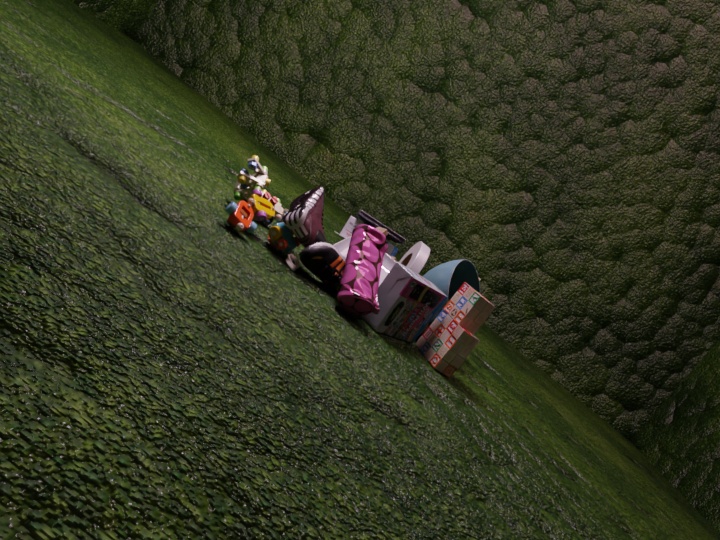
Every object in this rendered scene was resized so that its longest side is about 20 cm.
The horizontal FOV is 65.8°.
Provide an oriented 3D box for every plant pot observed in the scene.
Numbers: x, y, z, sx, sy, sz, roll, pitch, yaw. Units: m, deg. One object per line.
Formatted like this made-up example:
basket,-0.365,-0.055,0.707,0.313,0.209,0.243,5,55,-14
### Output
plant pot,0.225,0.070,1.514,0.133,0.203,0.199,2,-16,37

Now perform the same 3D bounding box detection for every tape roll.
tape roll,0.143,0.000,1.737,0.037,0.204,0.203,37,8,-7

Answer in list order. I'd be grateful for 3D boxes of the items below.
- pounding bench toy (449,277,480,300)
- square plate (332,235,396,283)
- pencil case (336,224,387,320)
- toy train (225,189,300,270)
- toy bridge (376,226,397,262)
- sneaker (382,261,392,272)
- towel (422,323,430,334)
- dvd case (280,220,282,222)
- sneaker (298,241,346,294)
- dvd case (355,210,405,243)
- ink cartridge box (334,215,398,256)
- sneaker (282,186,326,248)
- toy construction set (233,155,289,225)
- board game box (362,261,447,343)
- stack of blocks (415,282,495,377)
pounding bench toy,0.262,0.098,1.640,0.124,0.156,0.201,39,-34,14
square plate,0.000,0.000,1.389,0.198,0.029,0.199,41,45,22
pencil case,0.009,-0.001,1.205,0.092,0.203,0.091,10,-32,2
toy train,-0.208,-0.083,1.168,0.200,0.055,0.152,46,30,-32
toy bridge,0.068,-0.030,1.502,0.067,0.027,0.202,21,-38,44
sneaker,0.012,0.003,1.482,0.198,0.076,0.071,26,-22,22
towel,0.148,0.127,1.572,0.200,0.036,0.148,48,2,41
dvd case,-0.207,-0.144,1.620,0.199,0.016,0.149,35,9,-22
sneaker,-0.058,0.007,1.225,0.200,0.070,0.091,34,26,-57
dvd case,0.053,-0.123,1.586,0.148,0.016,0.200,33,2,-4
ink cartridge box,0.019,-0.085,1.581,0.115,0.068,0.200,33,1,25
sneaker,-0.110,-0.107,1.263,0.117,0.075,0.201,62,24,-21
toy construction set,-0.220,-0.169,1.321,0.200,0.130,0.093,45,42,-21
board game box,0.105,0.080,1.299,0.064,0.148,0.199,41,9,32
stack of blocks,0.235,0.142,1.349,0.058,0.201,0.115,33,8,-28
